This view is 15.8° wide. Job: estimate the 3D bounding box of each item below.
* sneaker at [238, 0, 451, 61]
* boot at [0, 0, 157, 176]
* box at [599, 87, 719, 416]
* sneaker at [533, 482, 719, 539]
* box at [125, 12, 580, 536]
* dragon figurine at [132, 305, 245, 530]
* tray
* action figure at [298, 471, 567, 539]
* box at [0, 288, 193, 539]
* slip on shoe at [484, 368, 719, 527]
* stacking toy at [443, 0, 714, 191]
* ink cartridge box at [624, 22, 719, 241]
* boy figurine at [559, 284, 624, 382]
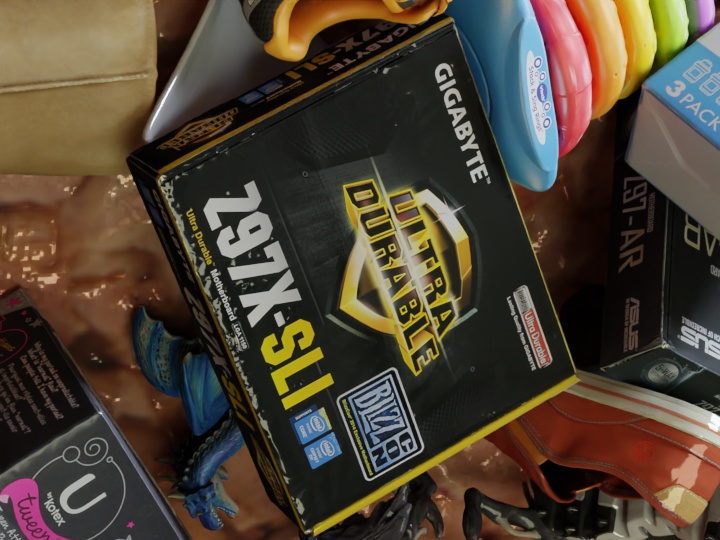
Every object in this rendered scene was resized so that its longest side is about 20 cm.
[{"bbox_3d":[0.032,-0.152,1.164,0.199,0.078,0.078,-17,158,19],"label":"sneaker"},{"bbox_3d":[-0.188,-0.115,1.148,0.199,0.066,0.176,-4,132,-20],"label":"boot"},{"bbox_3d":[0.210,0.009,1.332,0.200,0.161,0.043,27,146,-32],"label":"box"},{"bbox_3d":[0.189,0.121,1.333,0.090,0.200,0.067,13,82,-43],"label":"sneaker"},{"bbox_3d":[0.000,0.000,1.212,0.159,0.049,0.201,-28,116,-15],"label":"box"},{"bbox_3d":[-0.074,0.042,1.283,0.099,0.059,0.200,-29,133,-13],"label":"dragon figurine"},{"bbox_3d":[-0.025,-0.049,1.255,0.200,0.022,0.108,42,63,-36],"label":"tray"},{"bbox_3d":[0.020,0.143,1.365,0.200,0.102,0.119,9,118,-44],"label":"action figure"},{"bbox_3d":[-0.148,0.132,1.266,0.114,0.132,0.200,-31,126,-7],"label":"box"},{"bbox_3d":[0.097,0.083,1.306,0.074,0.200,0.061,32,76,-48],"label":"slip on shoe"},{"bbox_3d":[0.128,-0.130,1.257,0.199,0.110,0.116,-25,123,-22],"label":"stacking toy"},{"bbox_3d":[0.240,-0.092,1.262,0.200,0.115,0.068,-38,156,-24],"label":"ink cartridge box"},{"bbox_3d":[0.194,0.074,1.414,0.124,0.065,0.200,-36,128,14],"label":"boy figurine"}]
